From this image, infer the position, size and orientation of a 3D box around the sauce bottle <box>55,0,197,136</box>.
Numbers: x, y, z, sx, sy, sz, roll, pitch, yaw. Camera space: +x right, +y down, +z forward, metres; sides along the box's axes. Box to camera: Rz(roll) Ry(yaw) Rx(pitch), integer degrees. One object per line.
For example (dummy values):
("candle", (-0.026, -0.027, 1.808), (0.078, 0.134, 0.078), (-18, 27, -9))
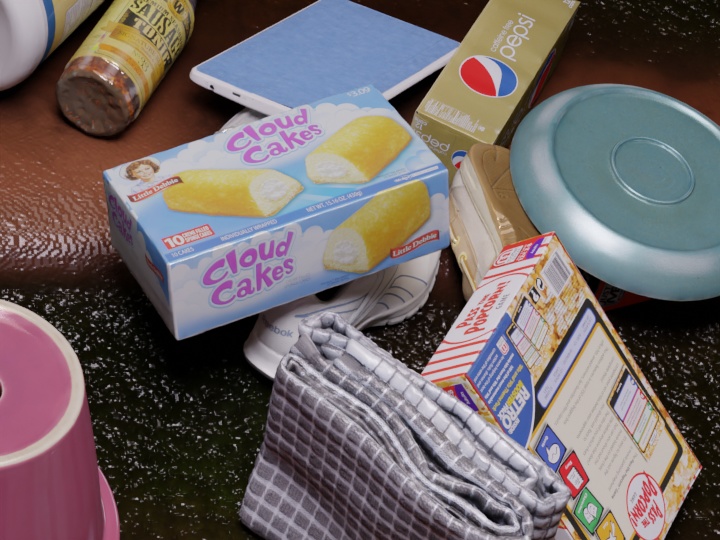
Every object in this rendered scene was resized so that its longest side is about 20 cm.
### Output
("sauce bottle", (-0.159, -0.181, 1.757), (0.066, 0.066, 0.201), (21, 47, 5))

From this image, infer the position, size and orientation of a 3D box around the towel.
("towel", (0.020, 0.138, 1.436), (0.200, 0.166, 0.086), (36, 56, 20))

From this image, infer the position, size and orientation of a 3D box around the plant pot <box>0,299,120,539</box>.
("plant pot", (-0.232, 0.120, 1.370), (0.198, 0.180, 0.201), (8, 45, -8))

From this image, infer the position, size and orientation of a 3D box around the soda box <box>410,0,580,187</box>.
("soda box", (0.098, -0.139, 1.789), (0.064, 0.068, 0.200), (26, 45, 8))

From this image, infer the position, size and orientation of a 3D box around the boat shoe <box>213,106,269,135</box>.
("boat shoe", (-0.091, -0.067, 1.667), (0.072, 0.066, 0.200), (27, 46, 11))

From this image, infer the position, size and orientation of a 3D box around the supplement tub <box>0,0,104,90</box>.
("supplement tub", (-0.248, -0.238, 1.729), (0.144, 0.145, 0.200), (27, 46, 10))

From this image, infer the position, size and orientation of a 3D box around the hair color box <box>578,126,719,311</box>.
("hair color box", (0.233, -0.042, 1.741), (0.199, 0.061, 0.102), (-14, 54, -26))

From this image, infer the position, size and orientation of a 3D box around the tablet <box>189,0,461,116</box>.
("tablet", (-0.022, -0.155, 1.773), (0.130, 0.014, 0.200), (23, 33, 23))

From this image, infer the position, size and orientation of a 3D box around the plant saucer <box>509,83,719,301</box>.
("plant saucer", (0.204, -0.064, 1.686), (0.199, 0.027, 0.201), (10, 47, -11))

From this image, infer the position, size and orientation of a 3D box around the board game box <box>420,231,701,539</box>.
("board game box", (0.129, 0.101, 1.502), (0.201, 0.046, 0.152), (57, 43, -19))

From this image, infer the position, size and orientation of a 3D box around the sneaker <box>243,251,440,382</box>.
("sneaker", (0.000, 0.000, 1.616), (0.074, 0.087, 0.200), (30, 45, 16))

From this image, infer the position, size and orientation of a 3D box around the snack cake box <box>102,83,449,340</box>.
("snack cake box", (-0.054, -0.041, 1.543), (0.199, 0.068, 0.115), (-20, 43, -19))

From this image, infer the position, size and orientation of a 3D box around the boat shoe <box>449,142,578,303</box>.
("boat shoe", (0.106, 0.007, 1.653), (0.073, 0.069, 0.201), (10, 48, -30))
